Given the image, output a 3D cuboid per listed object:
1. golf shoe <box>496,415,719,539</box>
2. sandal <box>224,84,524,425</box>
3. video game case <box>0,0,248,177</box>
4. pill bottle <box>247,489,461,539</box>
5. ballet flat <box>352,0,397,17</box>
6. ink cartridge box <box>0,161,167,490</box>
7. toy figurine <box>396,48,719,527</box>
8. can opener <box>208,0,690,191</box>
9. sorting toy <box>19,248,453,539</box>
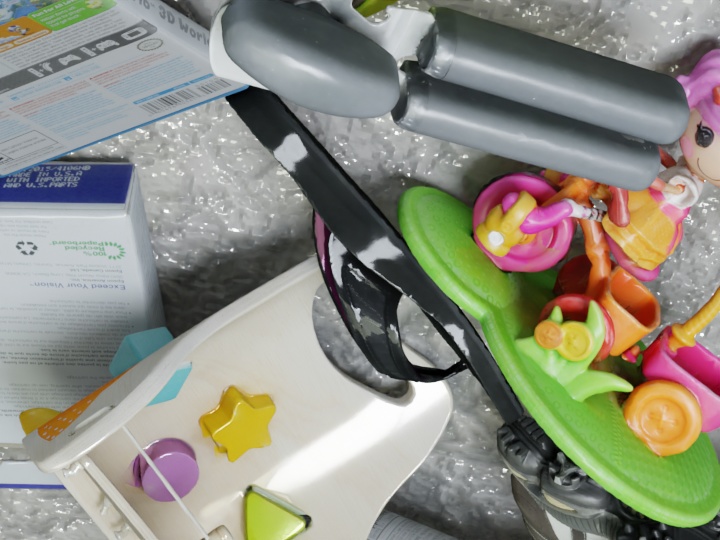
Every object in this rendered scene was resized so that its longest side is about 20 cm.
[{"bbox_3d":[0.141,0.141,1.017,0.077,0.200,0.095,-24,136,-18],"label":"golf shoe"},{"bbox_3d":[-0.001,-0.001,0.968,0.048,0.075,0.201,-40,108,2],"label":"sandal"},{"bbox_3d":[-0.158,-0.095,0.872,0.143,0.018,0.200,-17,155,28],"label":"video game case"},{"bbox_3d":[0.017,0.185,1.111,0.199,0.112,0.112,19,137,16],"label":"pill bottle"},{"bbox_3d":[0.043,-0.157,0.831,0.067,0.067,0.200,11,136,-29],"label":"ballet flat"},{"bbox_3d":[-0.193,0.029,1.054,0.198,0.041,0.201,2,135,4],"label":"ink cartridge box"},{"bbox_3d":[0.146,-0.022,0.931,0.200,0.150,0.184,44,114,-2],"label":"toy figurine"},{"bbox_3d":[0.034,-0.067,0.836,0.199,0.067,0.053,12,132,-21],"label":"can opener"},{"bbox_3d":[-0.046,0.078,1.028,0.180,0.107,0.200,-38,127,-8],"label":"sorting toy"}]
